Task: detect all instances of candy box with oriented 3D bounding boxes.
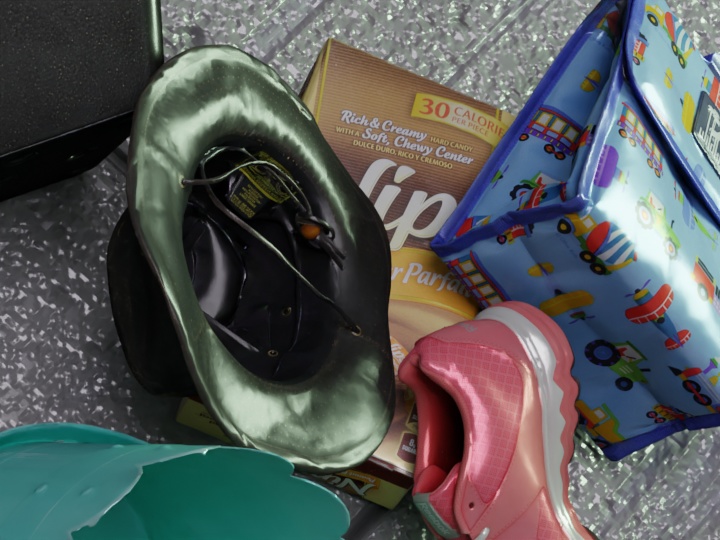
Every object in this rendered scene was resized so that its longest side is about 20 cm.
[{"bbox_3d":[0.000,0.000,1.378,0.115,0.055,0.200,23,64,-6],"label":"candy box"}]

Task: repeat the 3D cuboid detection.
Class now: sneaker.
[{"bbox_3d":[0.059,0.118,1.311,0.087,0.074,0.200,-9,87,-41],"label":"sneaker"}]

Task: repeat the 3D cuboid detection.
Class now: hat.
[{"bbox_3d":[-0.065,0.005,1.269,0.201,0.081,0.201,37,41,-42],"label":"hat"}]

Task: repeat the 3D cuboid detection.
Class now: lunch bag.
[{"bbox_3d":[0.141,-0.035,1.398,0.151,0.094,0.200,50,44,-24],"label":"lunch bag"}]

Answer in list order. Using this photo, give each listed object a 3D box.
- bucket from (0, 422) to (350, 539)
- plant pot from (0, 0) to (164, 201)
[{"bbox_3d":[-0.103,0.162,1.190,0.207,0.135,0.207,-4,96,-47],"label":"bucket"},{"bbox_3d":[-0.194,-0.121,1.305,0.200,0.199,0.178,-21,87,-24],"label":"plant pot"}]
